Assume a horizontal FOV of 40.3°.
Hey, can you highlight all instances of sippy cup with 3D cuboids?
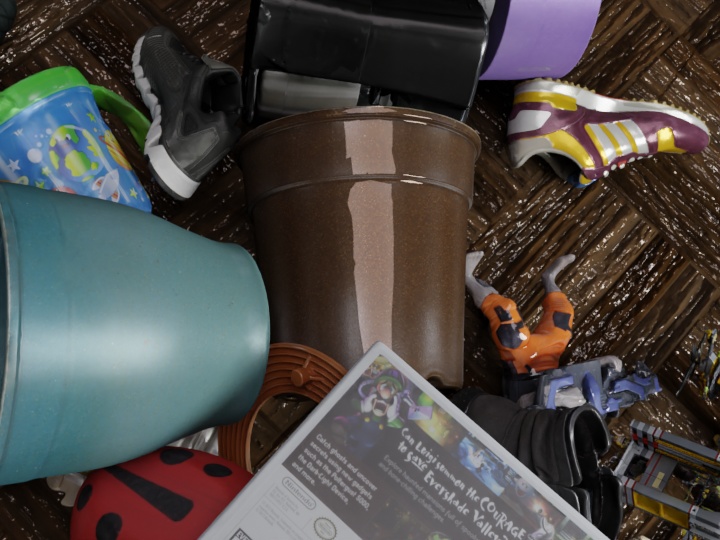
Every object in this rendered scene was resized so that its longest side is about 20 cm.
[{"bbox_3d":[-0.239,-0.069,0.780,0.178,0.140,0.131,-39,93,-6],"label":"sippy cup"}]

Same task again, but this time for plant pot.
[{"bbox_3d":[0.000,0.000,0.774,0.199,0.200,0.200,1,77,-11],"label":"plant pot"},{"bbox_3d":[-0.172,0.044,0.677,0.187,0.200,0.201,4,68,-33],"label":"plant pot"}]

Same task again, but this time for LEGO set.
[{"bbox_3d":[0.269,0.157,0.801,0.115,0.154,0.200,19,65,33],"label":"LEGO set"}]

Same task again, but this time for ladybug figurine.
[{"bbox_3d":[-0.127,0.179,0.677,0.199,0.072,0.136,15,47,31],"label":"ladybug figurine"}]

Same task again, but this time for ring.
[{"bbox_3d":[-0.043,0.152,0.702,0.019,0.200,0.201,-14,71,-46],"label":"ring"}]

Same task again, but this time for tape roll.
[{"bbox_3d":[0.141,-0.275,0.892,0.084,0.200,0.201,-4,71,-13],"label":"tape roll"}]

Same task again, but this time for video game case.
[{"bbox_3d":[0.025,0.174,0.603,0.200,0.023,0.182,40,77,14],"label":"video game case"}]

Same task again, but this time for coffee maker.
[{"bbox_3d":[0.005,-0.203,0.842,0.199,0.193,0.135,5,52,-12],"label":"coffee maker"}]

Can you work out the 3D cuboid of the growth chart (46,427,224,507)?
[{"bbox_3d":[-0.199,0.114,0.774,0.200,0.018,0.145,39,68,4],"label":"growth chart"}]

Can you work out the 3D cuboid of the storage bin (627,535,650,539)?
[{"bbox_3d":[0.239,0.291,0.704,0.199,0.199,0.094,29,63,0],"label":"storage bin"}]

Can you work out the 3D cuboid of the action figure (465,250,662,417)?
[{"bbox_3d":[0.165,0.085,0.837,0.199,0.104,0.195,8,66,-45],"label":"action figure"}]

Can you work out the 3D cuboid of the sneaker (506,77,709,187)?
[{"bbox_3d":[0.232,-0.117,0.930,0.199,0.075,0.091,10,85,-8],"label":"sneaker"}]

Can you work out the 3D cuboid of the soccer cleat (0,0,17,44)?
[{"bbox_3d":[-0.338,-0.145,0.822,0.081,0.067,0.201,35,68,-15],"label":"soccer cleat"}]

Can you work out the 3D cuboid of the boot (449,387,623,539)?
[{"bbox_3d":[0.130,0.186,0.718,0.070,0.131,0.201,-29,113,-35],"label":"boot"}]

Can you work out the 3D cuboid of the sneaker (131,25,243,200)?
[{"bbox_3d":[-0.138,-0.150,0.823,0.090,0.066,0.201,-33,46,17],"label":"sneaker"}]

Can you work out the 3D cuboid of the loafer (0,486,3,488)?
[{"bbox_3d":[-0.344,0.108,0.715,0.199,0.067,0.076,20,76,-1],"label":"loafer"}]
